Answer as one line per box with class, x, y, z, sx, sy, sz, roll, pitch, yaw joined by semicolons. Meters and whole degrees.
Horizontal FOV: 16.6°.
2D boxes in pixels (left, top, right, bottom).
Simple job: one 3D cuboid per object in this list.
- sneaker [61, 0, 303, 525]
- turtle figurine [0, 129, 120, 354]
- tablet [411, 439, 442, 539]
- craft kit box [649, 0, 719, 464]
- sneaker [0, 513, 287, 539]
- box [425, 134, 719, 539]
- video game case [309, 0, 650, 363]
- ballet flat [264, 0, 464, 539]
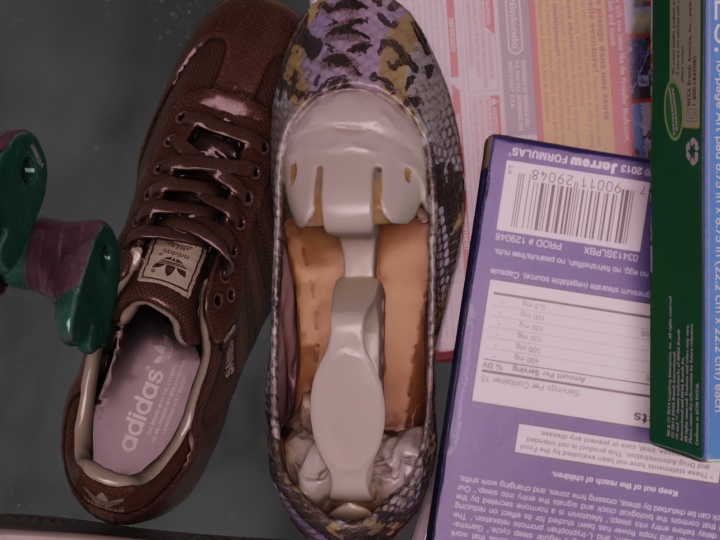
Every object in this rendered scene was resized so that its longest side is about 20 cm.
sneaker;-0.056;-0.004;0.887;0.070;0.076;0.202;15;87;0
turtle figurine;-0.190;-0.010;0.847;0.198;0.150;0.102;-1;80;22
tablet;0.071;0.145;0.879;0.129;0.014;0.202;17;88;-1
craft kit box;0.192;-0.043;0.833;0.196;0.048;0.202;-2;95;-19
sneaker;-0.097;0.146;0.881;0.198;0.075;0.107;6;88;-1
box;0.087;0.061;0.859;0.120;0.032;0.202;9;88;-1
video game case;0.084;-0.042;0.889;0.198;0.017;0.144;-4;90;4
ballet flat;0.000;0.000;0.851;0.071;0.072;0.202;1;90;0
